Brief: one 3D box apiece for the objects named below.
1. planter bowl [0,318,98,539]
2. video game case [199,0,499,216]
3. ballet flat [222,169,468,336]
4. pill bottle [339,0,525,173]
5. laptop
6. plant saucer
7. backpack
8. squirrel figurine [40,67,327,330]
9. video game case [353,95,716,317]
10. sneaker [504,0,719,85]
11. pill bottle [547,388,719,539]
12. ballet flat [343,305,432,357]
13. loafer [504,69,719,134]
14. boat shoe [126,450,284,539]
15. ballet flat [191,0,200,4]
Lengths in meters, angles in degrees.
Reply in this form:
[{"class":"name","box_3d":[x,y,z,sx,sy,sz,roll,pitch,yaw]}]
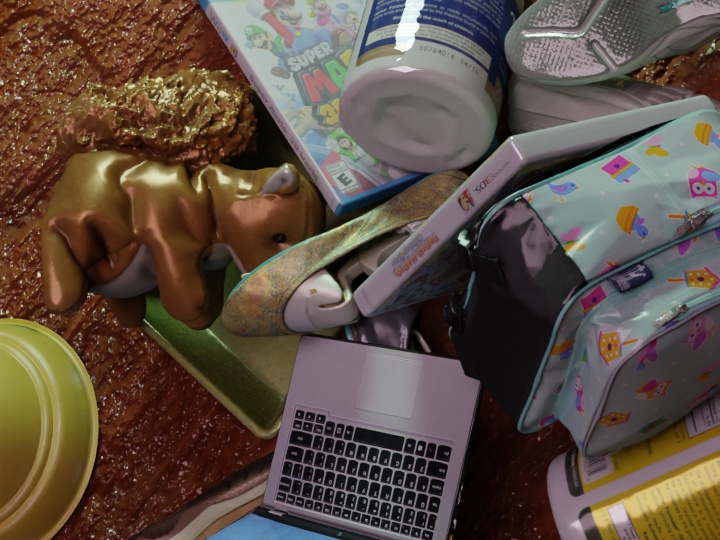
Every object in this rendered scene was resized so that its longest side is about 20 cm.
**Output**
[{"class":"planter bowl","box_3d":[-0.309,0.127,1.524,0.199,0.083,0.202,-7,74,24]},{"class":"video game case","box_3d":[-0.008,-0.144,1.424,0.143,0.018,0.200,-22,68,-27]},{"class":"ballet flat","box_3d":[0.000,0.000,1.339,0.199,0.071,0.071,-29,64,-4]},{"class":"pill bottle","box_3d":[0.058,-0.177,1.388,0.110,0.111,0.201,-4,51,25]},{"class":"laptop","box_3d":[-0.038,0.136,1.269,0.187,0.116,0.201,7,82,48]},{"class":"plant saucer","box_3d":[-0.064,-0.004,1.460,0.200,0.048,0.200,40,95,29]},{"class":"backpack","box_3d":[0.171,0.004,1.187,0.200,0.176,0.153,-34,64,-23]},{"class":"squirrel figurine","box_3d":[-0.119,-0.059,1.401,0.186,0.141,0.201,-10,74,17]},{"class":"video game case","box_3d":[0.114,-0.041,1.262,0.182,0.199,0.023,-45,68,43]},{"class":"sneaker","box_3d":[0.197,-0.167,1.342,0.199,0.080,0.071,-17,76,3]},{"class":"pill bottle","box_3d":[0.229,0.133,1.243,0.199,0.112,0.113,-26,66,18]},{"class":"ballet flat","box_3d":[0.037,0.117,1.360,0.073,0.073,0.201,-12,85,22]},{"class":"loafer","box_3d":[0.190,-0.094,1.357,0.199,0.070,0.070,25,123,29]},{"class":"boat shoe","box_3d":[-0.103,0.200,1.422,0.199,0.072,0.076,-32,90,15]},{"class":"ballet flat","box_3d":[-0.061,-0.277,1.521,0.199,0.062,0.068,-27,110,20]}]
